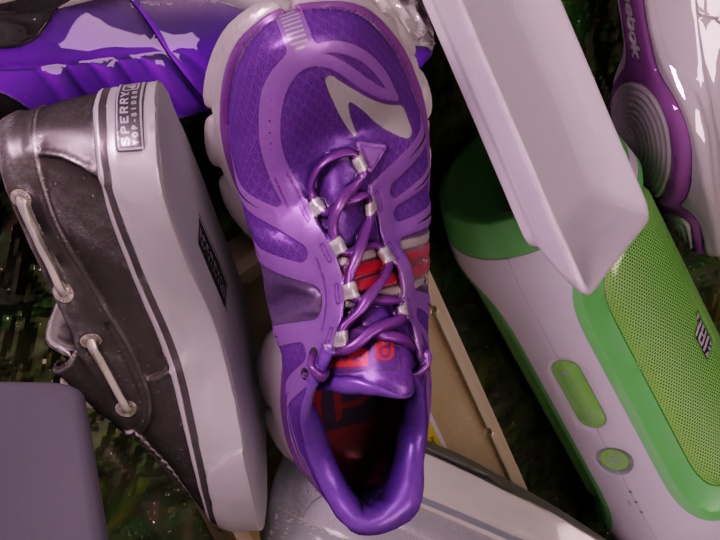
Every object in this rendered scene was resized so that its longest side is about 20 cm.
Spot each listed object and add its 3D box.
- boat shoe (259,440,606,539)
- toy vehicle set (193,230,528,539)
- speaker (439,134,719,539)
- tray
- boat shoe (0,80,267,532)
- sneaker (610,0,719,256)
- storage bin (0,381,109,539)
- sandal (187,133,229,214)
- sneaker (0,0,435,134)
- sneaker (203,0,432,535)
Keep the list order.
[{"bbox_3d":[0.042,0.117,1.010,0.200,0.070,0.072,28,92,-32],"label":"boat shoe"},{"bbox_3d":[-0.007,0.071,1.016,0.124,0.026,0.201,-37,121,-21],"label":"toy vehicle set"},{"bbox_3d":[0.106,0.031,1.049,0.088,0.088,0.201,-42,123,-18],"label":"speaker"},{"bbox_3d":[0.048,-0.093,0.921,0.201,0.022,0.107,66,25,-8],"label":"tray"},{"bbox_3d":[-0.077,0.017,0.897,0.063,0.071,0.201,-8,130,8],"label":"boat shoe"},{"bbox_3d":[0.150,-0.102,1.038,0.099,0.075,0.201,-18,115,-18],"label":"sneaker"},{"bbox_3d":[-0.175,0.111,0.856,0.199,0.145,0.135,4,74,-35],"label":"storage bin"},{"bbox_3d":[-0.013,-0.115,0.949,0.076,0.043,0.202,3,102,-36],"label":"sandal"},{"bbox_3d":[-0.076,-0.076,0.892,0.199,0.070,0.100,5,127,-21],"label":"sneaker"},{"bbox_3d":[0.000,0.000,0.868,0.080,0.084,0.201,-15,119,-8],"label":"sneaker"}]
